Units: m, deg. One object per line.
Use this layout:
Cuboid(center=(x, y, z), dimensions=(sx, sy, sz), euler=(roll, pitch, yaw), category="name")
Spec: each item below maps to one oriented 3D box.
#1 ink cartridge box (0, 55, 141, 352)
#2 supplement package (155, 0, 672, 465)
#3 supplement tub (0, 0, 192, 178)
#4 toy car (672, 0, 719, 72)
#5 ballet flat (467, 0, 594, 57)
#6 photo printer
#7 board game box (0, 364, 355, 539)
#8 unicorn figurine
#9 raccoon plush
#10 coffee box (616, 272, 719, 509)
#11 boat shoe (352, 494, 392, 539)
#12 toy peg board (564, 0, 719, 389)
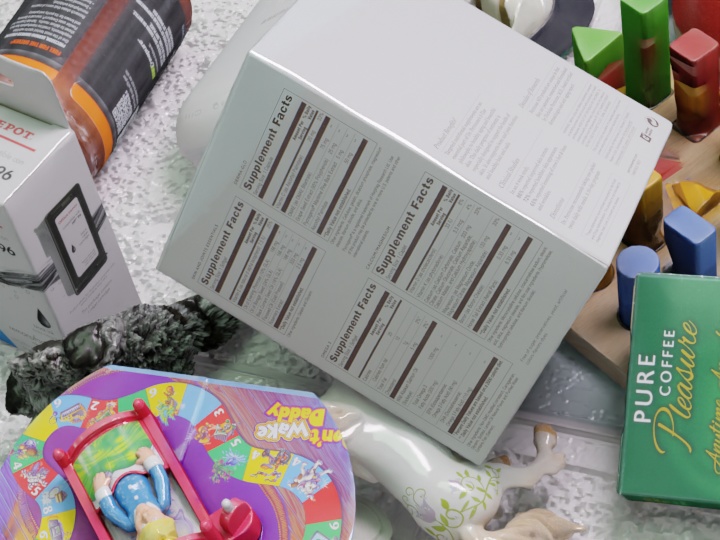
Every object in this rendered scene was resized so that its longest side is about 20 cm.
Cuboid(center=(-0.214, -0.039, 1.072), dimensions=(0.115, 0.201, 0.068), euler=(21, 56, 28), category="ink cartridge box")
Cuboid(center=(0.029, -0.039, 0.947), dimensions=(0.199, 0.151, 0.152), euler=(31, 37, 3), category="supplement package")
Cuboid(center=(-0.198, -0.127, 1.210), dimensions=(0.106, 0.107, 0.201), euler=(11, 52, 21), category="supplement tub")
Cuboid(center=(0.279, -0.230, 1.125), dimensions=(0.176, 0.201, 0.185), euler=(-22, 48, -13), category="toy car")
Cuboid(center=(0.078, -0.148, 1.192), dimensions=(0.199, 0.073, 0.073), euler=(-37, 51, -19), category="ballet flat")
Cuboid(center=(-0.029, -0.145, 1.168), dimensions=(0.166, 0.069, 0.201), euler=(-17, 34, 52), category="photo printer")
Cuboid(center=(-0.102, 0.114, 0.893), dimensions=(0.198, 0.039, 0.159), euler=(7, 61, 18), category="board game box")
Cuboid(center=(0.017, 0.091, 0.962), dimensions=(0.199, 0.074, 0.137), euler=(26, 34, 27), category="unicorn figurine")
Cuboid(center=(-0.108, 0.088, 1.028), dimensions=(0.199, 0.097, 0.135), euler=(-21, 85, -35), category="raccoon plush")
Cuboid(center=(0.238, 0.068, 0.950), dimensions=(0.198, 0.044, 0.124), euler=(2, 80, 15), category="coffee box")
Cuboid(center=(-0.075, 0.174, 0.950), dimensions=(0.199, 0.061, 0.074), euler=(-19, 37, -24), category="boat shoe")
Cuboid(center=(0.167, -0.063, 1.078), dimensions=(0.199, 0.098, 0.199), euler=(-36, 51, -18), category="toy peg board")
